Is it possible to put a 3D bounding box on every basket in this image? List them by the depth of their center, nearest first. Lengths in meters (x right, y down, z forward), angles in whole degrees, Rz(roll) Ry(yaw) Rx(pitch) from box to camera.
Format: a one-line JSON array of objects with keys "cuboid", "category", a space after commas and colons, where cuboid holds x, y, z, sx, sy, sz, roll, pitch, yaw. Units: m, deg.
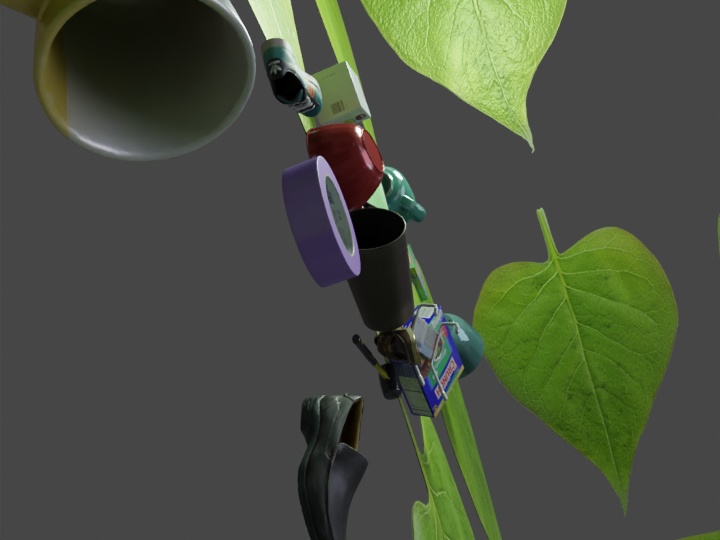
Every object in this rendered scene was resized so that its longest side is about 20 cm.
[{"cuboid": [0.035, 0.004, 1.288, 0.179, 0.135, 0.204, 25, -40, 49], "category": "basket"}]

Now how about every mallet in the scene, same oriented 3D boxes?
[{"cuboid": [0.030, 0.185, 1.248, 0.200, 0.040, 0.067, 52, 19, -55], "category": "mallet"}]

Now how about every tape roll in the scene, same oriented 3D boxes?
[{"cuboid": [-0.062, -0.080, 1.088, 0.200, 0.064, 0.206, -17, 91, -81], "category": "tape roll"}]

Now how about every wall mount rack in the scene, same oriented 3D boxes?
[{"cuboid": [0.153, 0.176, 1.439, 0.199, 0.073, 0.178, 37, 63, -48], "category": "wall mount rack"}]

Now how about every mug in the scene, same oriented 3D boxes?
[{"cuboid": [-0.169, -0.198, 0.468, 0.188, 0.146, 0.156, 68, 0, -62], "category": "mug"}, {"cuboid": [0.071, -0.192, 1.707, 0.115, 0.180, 0.156, 47, 36, -59], "category": "mug"}]

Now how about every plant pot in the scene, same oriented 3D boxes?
[{"cuboid": [0.300, 0.244, 2.264, 0.161, 0.197, 0.204, 45, 25, -39], "category": "plant pot"}]

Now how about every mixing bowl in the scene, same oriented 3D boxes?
[{"cuboid": [-0.018, -0.226, 1.375, 0.202, 0.106, 0.203, 54, 22, -33], "category": "mixing bowl"}]

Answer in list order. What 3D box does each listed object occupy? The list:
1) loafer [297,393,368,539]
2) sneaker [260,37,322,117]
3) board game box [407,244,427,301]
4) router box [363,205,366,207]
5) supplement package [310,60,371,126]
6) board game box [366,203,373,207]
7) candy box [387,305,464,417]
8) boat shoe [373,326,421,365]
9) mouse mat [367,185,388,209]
[{"cuboid": [-0.026, 0.218, 0.733, 0.203, 0.070, 0.074, -96, 166, -46], "category": "loafer"}, {"cuboid": [-0.121, -0.321, 1.188, 0.200, 0.069, 0.082, 43, 34, -62], "category": "sneaker"}, {"cuboid": [0.226, 0.011, 2.715, 0.137, 0.028, 0.202, -99, 167, -46], "category": "board game box"}, {"cuboid": [0.013, -0.081, 1.572, 0.201, 0.048, 0.183, 61, 15, -51], "category": "router box"}, {"cuboid": [-0.050, -0.417, 1.613, 0.200, 0.111, 0.112, -33, 103, -80], "category": "supplement package"}, {"cuboid": [0.055, -0.069, 1.588, 0.103, 0.019, 0.206, 8, 66, -78], "category": "board game box"}, {"cuboid": [0.157, 0.215, 1.569, 0.170, 0.075, 0.203, -51, 131, -37], "category": "candy box"}, {"cuboid": [0.067, 0.150, 1.304, 0.200, 0.070, 0.074, -147, -138, -77], "category": "boat shoe"}, {"cuboid": [-0.012, -0.224, 1.541, 0.197, 0.007, 0.164, 23, 43, -41], "category": "mouse mat"}]
